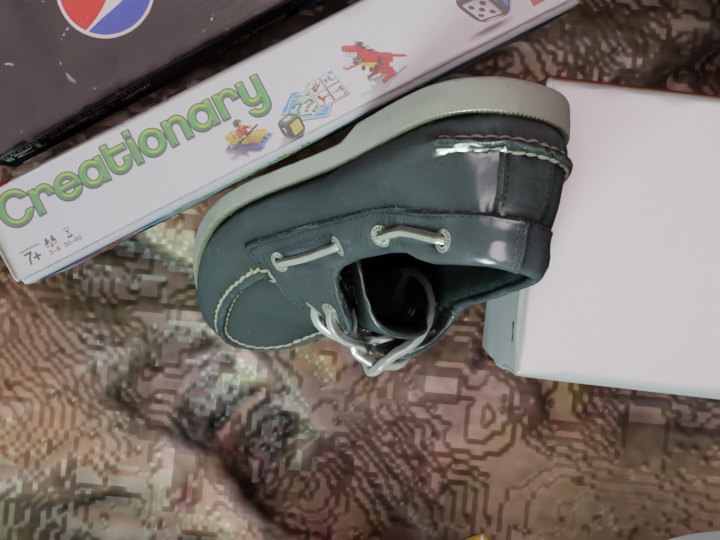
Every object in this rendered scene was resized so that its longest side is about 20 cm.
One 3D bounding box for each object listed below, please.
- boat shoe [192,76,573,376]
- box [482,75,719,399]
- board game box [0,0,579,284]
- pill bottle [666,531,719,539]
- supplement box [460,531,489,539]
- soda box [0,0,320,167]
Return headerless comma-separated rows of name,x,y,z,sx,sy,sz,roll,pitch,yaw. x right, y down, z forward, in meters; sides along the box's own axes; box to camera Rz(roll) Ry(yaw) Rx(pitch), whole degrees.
boat shoe,0.000,0.000,0.723,0.073,0.200,0.062,10,67,-29
box,0.149,-0.004,0.758,0.199,0.124,0.098,6,91,-2
board game box,-0.026,-0.056,0.751,0.200,0.126,0.035,-27,93,-1
pill bottle,0.127,0.188,0.711,0.104,0.104,0.200,-18,108,-1
supplement box,0.020,0.204,0.747,0.110,0.086,0.200,-16,70,-2
soda box,-0.055,-0.113,0.780,0.200,0.063,0.071,-29,92,-1
